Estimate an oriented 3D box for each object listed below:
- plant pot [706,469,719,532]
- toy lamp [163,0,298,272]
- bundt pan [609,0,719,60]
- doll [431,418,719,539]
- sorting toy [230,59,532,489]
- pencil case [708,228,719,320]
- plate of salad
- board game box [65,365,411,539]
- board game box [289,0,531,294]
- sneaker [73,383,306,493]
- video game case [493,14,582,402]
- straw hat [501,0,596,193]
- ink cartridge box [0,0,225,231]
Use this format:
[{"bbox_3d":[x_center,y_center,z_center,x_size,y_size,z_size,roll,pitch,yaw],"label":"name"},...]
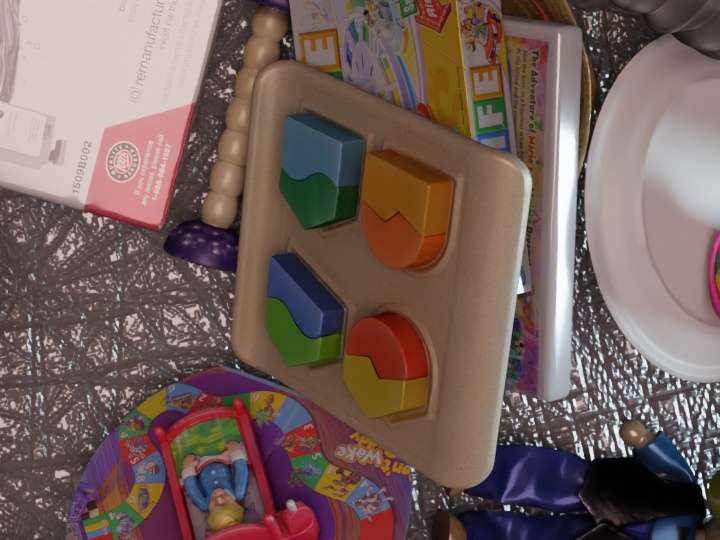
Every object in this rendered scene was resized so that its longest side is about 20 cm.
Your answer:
[{"bbox_3d":[0.295,0.180,1.176,0.199,0.200,0.194,-28,96,2],"label":"plant pot"},{"bbox_3d":[-0.062,-0.102,1.196,0.058,0.058,0.201,16,99,-4],"label":"toy lamp"},{"bbox_3d":[0.155,-0.179,1.112,0.201,0.202,0.076,29,105,-6],"label":"bundt pan"},{"bbox_3d":[0.144,0.156,1.241,0.198,0.048,0.138,7,89,-9],"label":"doll"},{"bbox_3d":[0.000,0.000,1.115,0.036,0.199,0.187,-12,117,-41],"label":"sorting toy"},{"bbox_3d":[0.289,0.017,1.175,0.199,0.088,0.089,15,98,-34],"label":"pencil case"},{"bbox_3d":[0.191,-0.037,1.186,0.199,0.048,0.202,0,90,-40],"label":"plate of salad"},{"bbox_3d":[-0.071,0.121,1.140,0.199,0.039,0.158,19,61,26],"label":"board game box"},{"bbox_3d":[0.024,-0.085,1.122,0.034,0.134,0.202,-12,97,-41],"label":"board game box"},{"bbox_3d":[-0.116,0.129,1.214,0.085,0.073,0.200,43,95,-9],"label":"sneaker"},{"bbox_3d":[0.047,-0.044,1.150,0.024,0.181,0.202,-11,108,-41],"label":"video game case"},{"bbox_3d":[0.085,-0.099,1.176,0.085,0.200,0.203,-13,100,-40],"label":"straw hat"},{"bbox_3d":[-0.188,-0.119,1.174,0.198,0.083,0.148,15,97,-4],"label":"ink cartridge box"}]
